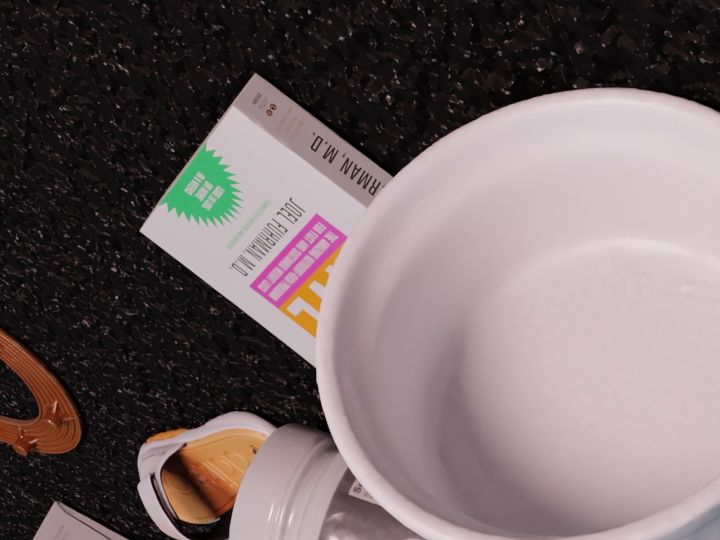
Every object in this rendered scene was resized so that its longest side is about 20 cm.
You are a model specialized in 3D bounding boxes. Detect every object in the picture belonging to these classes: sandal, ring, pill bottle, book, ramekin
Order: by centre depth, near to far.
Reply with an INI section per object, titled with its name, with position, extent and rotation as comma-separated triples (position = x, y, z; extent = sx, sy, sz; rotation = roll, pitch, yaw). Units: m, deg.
[ramekin]
position = 0.090, 0.037, 0.709
extent = 0.199, 0.202, 0.098
rotation = 13, 155, 28
[book]
position = 0.000, 0.000, 0.891
extent = 0.199, 0.048, 0.134
rotation = 36, 147, -7
[pill bottle]
position = 0.032, 0.161, 1.034
extent = 0.198, 0.114, 0.114
rotation = 16, 148, 24
[sandal]
position = -0.106, 0.144, 1.190
extent = 0.079, 0.060, 0.206
rotation = 36, 151, -11
[ring]
position = -0.287, 0.073, 1.291
extent = 0.199, 0.019, 0.201
rotation = 23, 149, 14

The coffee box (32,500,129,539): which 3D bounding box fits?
[coffee box]
position = -0.208, 0.346, 1.455
extent = 0.198, 0.201, 0.198
rotation = 27, 151, 5
